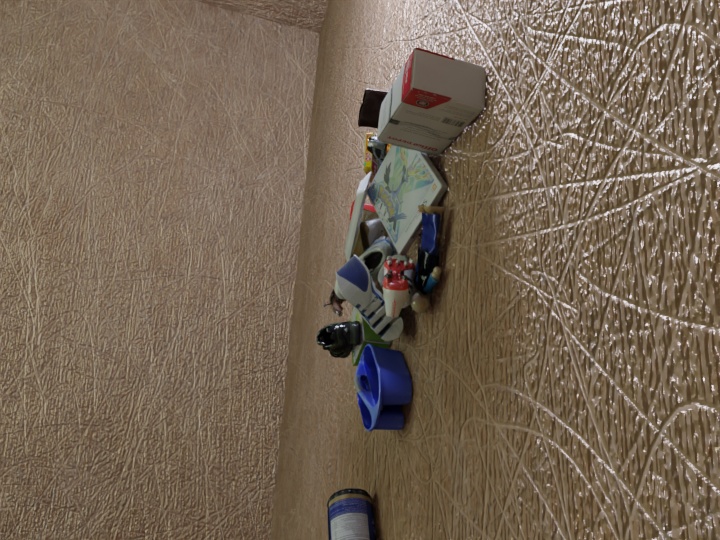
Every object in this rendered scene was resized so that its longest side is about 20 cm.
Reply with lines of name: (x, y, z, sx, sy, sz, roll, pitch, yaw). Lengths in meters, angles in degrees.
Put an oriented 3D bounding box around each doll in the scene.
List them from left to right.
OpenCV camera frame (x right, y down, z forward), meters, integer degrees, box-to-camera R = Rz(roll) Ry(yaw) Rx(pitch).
doll: (0.128, -0.021, 1.063, 0.136, 0.046, 0.209, -144, 58, -78)

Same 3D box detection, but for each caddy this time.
caddy: (0.036, 0.252, 1.178, 0.201, 0.101, 0.146, -111, 33, -63)

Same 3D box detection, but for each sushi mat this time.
sushi mat: (0.019, -0.069, 1.441, 0.012, 0.092, 0.205, -101, 23, -52)

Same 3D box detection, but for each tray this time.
tray: (-0.010, -0.127, 1.313, 0.109, 0.021, 0.205, -76, 0, -56)

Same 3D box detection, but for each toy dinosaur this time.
toy dinosaur: (-0.037, 0.049, 1.437, 0.203, 0.131, 0.088, 87, 160, -56)

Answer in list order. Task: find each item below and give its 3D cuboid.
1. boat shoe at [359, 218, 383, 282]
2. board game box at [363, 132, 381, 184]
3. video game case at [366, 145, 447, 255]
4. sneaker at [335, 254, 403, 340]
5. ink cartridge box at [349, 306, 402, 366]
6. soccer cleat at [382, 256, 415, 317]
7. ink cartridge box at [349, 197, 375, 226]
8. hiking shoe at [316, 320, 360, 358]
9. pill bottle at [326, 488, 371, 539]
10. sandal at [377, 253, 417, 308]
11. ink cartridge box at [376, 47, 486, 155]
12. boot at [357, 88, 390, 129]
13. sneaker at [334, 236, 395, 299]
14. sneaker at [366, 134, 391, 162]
boat shoe: (0.043, -0.048, 1.405, 0.204, 0.067, 0.072, 86, 160, -48)
board game box: (0.043, -0.264, 1.434, 0.200, 0.029, 0.099, 57, -146, -68)
video game case: (0.092, -0.171, 1.165, 0.185, 0.021, 0.204, -58, 42, 35)
sneaker: (0.021, 0.076, 1.201, 0.202, 0.080, 0.115, 54, 175, 14)
ink cartridge box: (0.033, 0.113, 1.329, 0.151, 0.073, 0.204, -97, 19, -46)
soccer cleat: (0.074, 0.028, 1.096, 0.200, 0.066, 0.089, -65, -19, -73)
ink cartridge box: (0.009, -0.110, 1.564, 0.116, 0.065, 0.208, 133, 142, -66)
hiking shoe: (-0.064, 0.164, 1.345, 0.201, 0.097, 0.079, 125, 150, -62)
pill bottle: (-0.017, 0.605, 1.208, 0.204, 0.107, 0.114, -98, 21, -47)
sandal: (0.084, 0.031, 1.206, 0.051, 0.081, 0.205, 56, -168, -26)
ink cartridge box: (0.126, -0.307, 1.019, 0.200, 0.141, 0.086, 145, 133, -70)
boot: (0.089, -0.362, 1.159, 0.202, 0.160, 0.075, 118, 156, -54)
sneaker: (0.000, 0.000, 1.318, 0.200, 0.075, 0.087, -46, 0, 23)
sneaker: (0.064, -0.298, 1.334, 0.200, 0.074, 0.081, -13, -64, -80)
